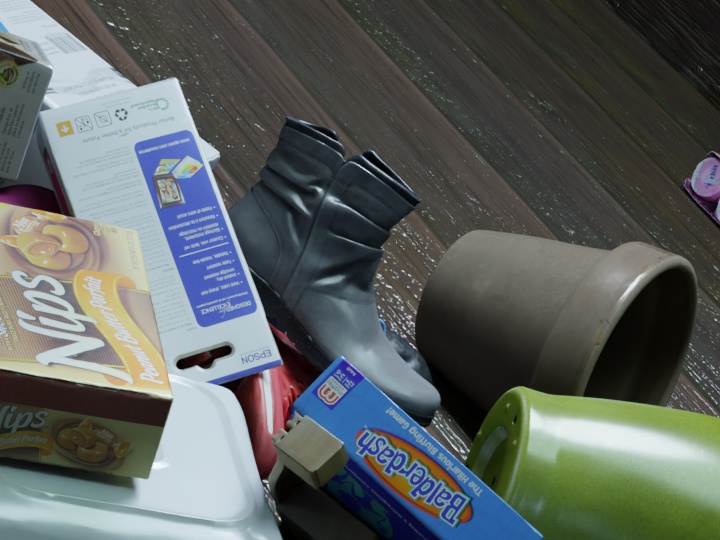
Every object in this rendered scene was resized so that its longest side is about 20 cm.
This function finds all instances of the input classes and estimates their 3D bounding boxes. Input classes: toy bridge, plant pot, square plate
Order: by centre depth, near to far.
[{"bbox_3d":[-0.139,0.099,1.203,0.197,0.029,0.200,12,24,-20],"label":"square plate"},{"bbox_3d":[-0.019,0.145,1.245,0.067,0.027,0.201,34,-22,33],"label":"toy bridge"},{"bbox_3d":[0.167,0.169,1.464,0.192,0.201,0.201,20,21,-11],"label":"plant pot"},{"bbox_3d":[0.142,0.049,1.716,0.174,0.202,0.200,26,12,27],"label":"plant pot"}]

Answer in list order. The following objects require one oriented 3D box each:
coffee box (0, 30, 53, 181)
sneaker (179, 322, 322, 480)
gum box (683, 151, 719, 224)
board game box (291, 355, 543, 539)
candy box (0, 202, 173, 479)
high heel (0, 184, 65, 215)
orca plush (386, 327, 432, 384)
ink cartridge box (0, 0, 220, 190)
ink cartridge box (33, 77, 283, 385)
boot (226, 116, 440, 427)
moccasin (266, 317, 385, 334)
[{"bbox_3d":[-0.301,-0.130,1.366,0.199,0.080,0.113,17,9,-17],"label":"coffee box"},{"bbox_3d":[-0.047,0.085,1.418,0.115,0.079,0.200,27,21,-23],"label":"sneaker"},{"bbox_3d":[0.519,-0.067,2.857,0.113,0.066,0.200,22,23,-43],"label":"gum box"},{"bbox_3d":[0.025,0.148,1.271,0.152,0.045,0.200,41,-19,14],"label":"board game box"},{"bbox_3d":[-0.174,0.033,1.211,0.115,0.056,0.200,10,25,-17],"label":"candy box"},{"bbox_3d":[-0.236,-0.014,1.341,0.199,0.068,0.096,19,29,-25],"label":"high heel"},{"bbox_3d":[-0.017,0.023,1.633,0.200,0.071,0.105,43,19,19],"label":"orca plush"},{"bbox_3d":[-0.217,-0.102,1.545,0.200,0.086,0.146,40,19,6],"label":"ink cartridge box"},{"bbox_3d":[-0.126,-0.016,1.360,0.094,0.037,0.201,-16,73,-20],"label":"ink cartridge box"},{"bbox_3d":[0.000,0.000,1.438,0.200,0.132,0.070,38,4,-4],"label":"boot"},{"bbox_3d":[-0.038,0.043,1.540,0.200,0.068,0.080,42,25,14],"label":"moccasin"}]
